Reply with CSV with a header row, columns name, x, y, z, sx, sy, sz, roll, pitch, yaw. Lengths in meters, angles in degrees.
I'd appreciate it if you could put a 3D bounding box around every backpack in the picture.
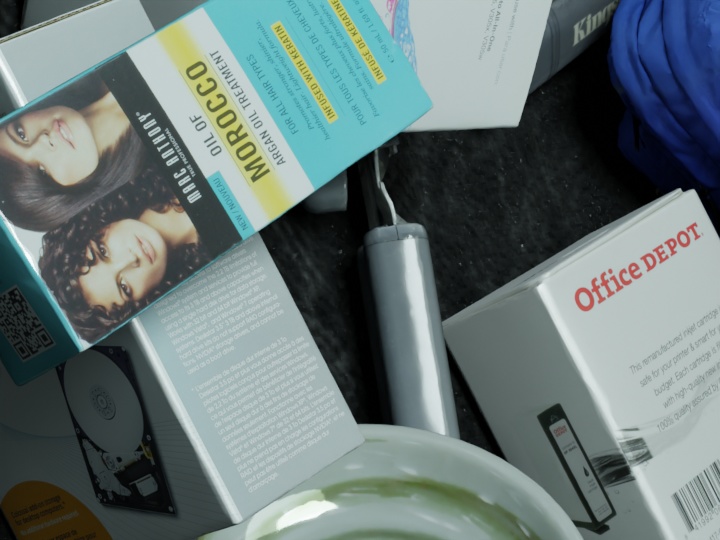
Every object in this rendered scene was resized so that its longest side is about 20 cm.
name,x,y,z,sx,sy,sz,roll,pitch,yaw
backpack,0.224,-0.098,1.123,0.200,0.168,0.163,49,47,-22

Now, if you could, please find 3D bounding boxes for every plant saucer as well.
name,x,y,z,sx,sy,sz,roll,pitch,yaw
plant saucer,0.005,0.156,0.885,0.199,0.050,0.201,1,45,-1

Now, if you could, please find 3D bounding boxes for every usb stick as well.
name,x,y,z,sx,sy,sz,roll,pitch,yaw
usb stick,0.122,-0.148,1.129,0.200,0.033,0.056,-39,134,-34

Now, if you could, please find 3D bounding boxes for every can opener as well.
name,x,y,z,sx,sy,sz,roll,pitch,yaw
can opener,0.000,0.000,0.996,0.067,0.053,0.201,-7,76,-8

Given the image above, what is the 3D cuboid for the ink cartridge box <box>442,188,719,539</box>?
name,x,y,z,sx,sy,sz,roll,pitch,yaw
ink cartridge box,0.151,0.078,1.056,0.146,0.084,0.200,-28,91,-43

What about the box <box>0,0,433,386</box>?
name,x,y,z,sx,sy,sz,roll,pitch,yaw
box,-0.066,-0.046,0.740,0.200,0.049,0.082,-38,98,-40

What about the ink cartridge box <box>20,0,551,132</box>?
name,x,y,z,sx,sy,sz,roll,pitch,yaw
ink cartridge box,-0.031,-0.125,0.932,0.200,0.145,0.088,-8,120,-41

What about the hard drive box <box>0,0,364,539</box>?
name,x,y,z,sx,sy,sz,roll,pitch,yaw
hard drive box,-0.111,0.013,0.818,0.077,0.156,0.200,-29,92,-41
